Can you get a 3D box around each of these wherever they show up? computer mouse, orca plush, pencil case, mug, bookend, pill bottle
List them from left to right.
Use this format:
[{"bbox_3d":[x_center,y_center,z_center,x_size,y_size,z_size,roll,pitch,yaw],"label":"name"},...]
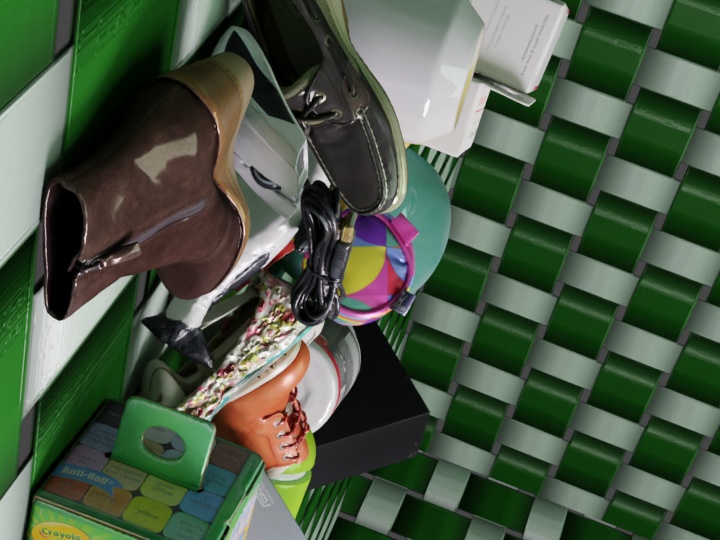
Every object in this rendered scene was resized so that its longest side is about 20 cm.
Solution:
[{"bbox_3d":[-0.070,-0.022,1.015,0.201,0.105,0.071,-68,159,-7],"label":"orca plush"},{"bbox_3d":[-0.061,-0.069,0.891,0.044,0.201,0.110,-18,149,-19],"label":"computer mouse"},{"bbox_3d":[-0.060,0.100,1.494,0.200,0.110,0.111,-45,154,-76],"label":"pill bottle"},{"bbox_3d":[-0.052,0.149,1.688,0.199,0.199,0.092,-15,142,-24],"label":"bookend"},{"bbox_3d":[-0.016,-0.037,1.241,0.114,0.151,0.186,27,79,-56],"label":"mug"},{"bbox_3d":[0.000,0.000,1.079,0.200,0.088,0.089,141,-30,-85],"label":"pencil case"},{"bbox_3d":[0.011,-0.166,1.058,0.187,0.152,0.150,-41,147,-80],"label":"mug"}]

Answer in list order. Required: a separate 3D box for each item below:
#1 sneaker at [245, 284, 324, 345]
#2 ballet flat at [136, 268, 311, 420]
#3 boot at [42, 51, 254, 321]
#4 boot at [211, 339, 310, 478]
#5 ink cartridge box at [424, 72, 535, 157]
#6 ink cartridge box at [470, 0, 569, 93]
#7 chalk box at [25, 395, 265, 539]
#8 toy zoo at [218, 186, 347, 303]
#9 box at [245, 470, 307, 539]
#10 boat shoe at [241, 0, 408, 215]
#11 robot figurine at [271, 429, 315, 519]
[{"bbox_3d":[-0.089,0.073,1.229,0.088,0.075,0.200,-61,-178,-23],"label":"sneaker"},{"bbox_3d":[-0.121,0.075,1.050,0.200,0.064,0.076,-45,-155,-8],"label":"ballet flat"},{"bbox_3d":[-0.131,-0.023,0.820,0.166,0.072,0.201,-48,161,-42],"label":"boot"},{"bbox_3d":[-0.073,0.110,1.153,0.200,0.107,0.075,-42,-165,54],"label":"boot"},{"bbox_3d":[0.045,-0.151,1.208,0.116,0.199,0.068,-43,152,-76],"label":"ink cartridge box"},{"bbox_3d":[0.076,-0.232,1.225,0.147,0.199,0.083,-41,155,-76],"label":"ink cartridge box"},{"bbox_3d":[-0.148,0.180,0.949,0.124,0.124,0.201,-59,167,-59],"label":"chalk box"},{"bbox_3d":[-0.047,-0.035,1.116,0.200,0.021,0.131,-37,-176,17],"label":"toy zoo"},{"bbox_3d":[-0.111,0.268,1.165,0.158,0.051,0.201,-40,124,-21],"label":"box"},{"bbox_3d":[-0.032,-0.125,0.927,0.066,0.071,0.202,-30,103,-49],"label":"boat shoe"},{"bbox_3d":[-0.112,0.207,1.342,0.175,0.115,0.201,-13,126,-67],"label":"robot figurine"}]
